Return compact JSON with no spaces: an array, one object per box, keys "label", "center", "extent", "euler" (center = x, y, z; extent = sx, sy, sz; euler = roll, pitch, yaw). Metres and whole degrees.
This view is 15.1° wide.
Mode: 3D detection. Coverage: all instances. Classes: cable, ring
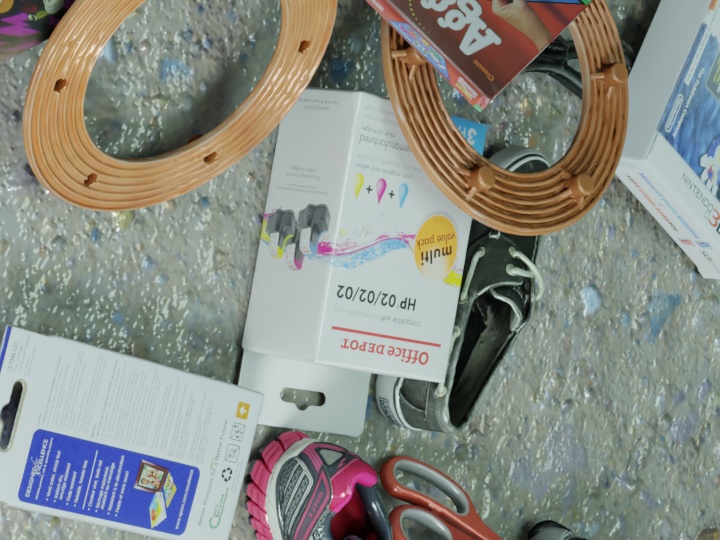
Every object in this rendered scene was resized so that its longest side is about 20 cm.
[{"label":"cable","center":[0.123,-0.141,1.721],"extent":[0.200,0.050,0.097],"euler":[34,64,-42]},{"label":"ring","center":[-0.098,-0.115,1.468],"extent":[0.200,0.019,0.201],"euler":[-30,147,-22]},{"label":"ring","center":[0.092,-0.121,1.616],"extent":[0.200,0.019,0.201],"euler":[11,72,-39]}]

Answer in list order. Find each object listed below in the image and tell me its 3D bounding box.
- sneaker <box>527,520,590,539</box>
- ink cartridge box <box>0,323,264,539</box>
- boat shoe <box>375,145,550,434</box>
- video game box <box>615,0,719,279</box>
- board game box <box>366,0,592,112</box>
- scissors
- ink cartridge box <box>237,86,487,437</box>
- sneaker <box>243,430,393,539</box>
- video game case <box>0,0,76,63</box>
[{"label":"sneaker","center":[0.095,0.206,1.752],"extent":[0.200,0.075,0.116],"euler":[29,50,-30]},{"label":"ink cartridge box","center":[-0.141,0.093,1.506],"extent":[0.200,0.037,0.095],"euler":[19,84,-48]},{"label":"boat shoe","center":[0.082,0.014,1.698],"extent":[0.071,0.064,0.200],"euler":[40,68,-41]},{"label":"video game box","center":[0.249,-0.118,1.847],"extent":[0.182,0.047,0.200],"euler":[43,66,-51]},{"label":"board game box","center":[0.031,-0.193,1.562],"extent":[0.200,0.019,0.103],"euler":[44,62,1]},{"label":"scissors","center":[0.094,0.178,1.707],"extent":[0.200,0.014,0.073],"euler":[27,41,-22]},{"label":"ink cartridge box","center":[0.000,0.000,1.609],"extent":[0.115,0.068,0.201],"euler":[10,89,-45]},{"label":"sneaker","center":[-0.010,0.194,1.626],"extent":[0.081,0.075,0.200],"euler":[-37,122,-35]},{"label":"video game case","center":[-0.162,-0.211,1.383],"extent":[0.200,0.036,0.182],"euler":[-29,127,-21]}]
